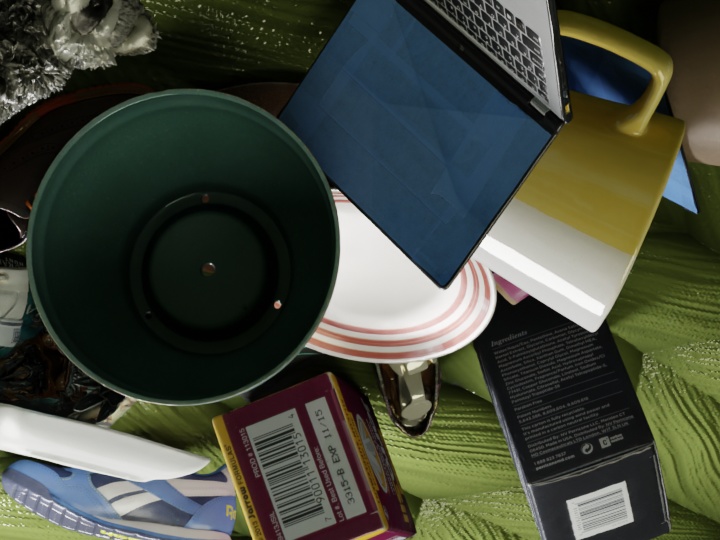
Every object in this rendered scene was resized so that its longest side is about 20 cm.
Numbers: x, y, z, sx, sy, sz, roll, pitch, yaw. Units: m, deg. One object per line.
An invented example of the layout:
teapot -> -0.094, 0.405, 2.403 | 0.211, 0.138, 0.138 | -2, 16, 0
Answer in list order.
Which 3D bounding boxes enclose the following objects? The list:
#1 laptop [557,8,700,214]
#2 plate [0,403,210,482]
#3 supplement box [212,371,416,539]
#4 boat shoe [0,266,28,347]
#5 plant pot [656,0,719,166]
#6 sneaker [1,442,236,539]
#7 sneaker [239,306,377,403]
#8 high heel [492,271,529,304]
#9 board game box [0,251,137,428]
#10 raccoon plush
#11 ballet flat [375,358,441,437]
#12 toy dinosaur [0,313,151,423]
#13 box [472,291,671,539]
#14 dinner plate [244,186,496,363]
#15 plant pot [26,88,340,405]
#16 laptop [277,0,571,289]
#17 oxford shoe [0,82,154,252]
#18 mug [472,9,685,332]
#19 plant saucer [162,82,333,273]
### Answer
laptop -> 0.110, -0.097, 1.492 | 0.199, 0.116, 0.187 | -21, 143, 5
plate -> -0.245, 0.121, 1.592 | 0.199, 0.032, 0.200 | 5, 169, 44
supplement box -> -0.033, 0.166, 1.700 | 0.103, 0.131, 0.200 | -22, 170, 4
boat shoe -> -0.325, -0.004, 1.479 | 0.199, 0.071, 0.070 | 15, 90, -12
plant pot -> 0.298, -0.140, 1.473 | 0.174, 0.201, 0.200 | -8, 146, 15
sneaker -> -0.195, 0.179, 1.768 | 0.199, 0.083, 0.074 | 15, 163, -12
sneaker -> -0.051, 0.035, 1.630 | 0.079, 0.076, 0.200 | 19, 130, -36
high heel -> 0.094, -0.058, 1.511 | 0.096, 0.067, 0.200 | -32, 119, 20
board game box -> -0.237, 0.056, 1.620 | 0.200, 0.028, 0.135 | 20, 129, -40
raccoon plush -> -0.213, -0.140, 1.364 | 0.133, 0.097, 0.200 | -15, 175, -25
ballet flat -> 0.037, 0.067, 1.709 | 0.069, 0.071, 0.200 | -15, 143, -2
toy dinosaur -> -0.177, 0.047, 1.550 | 0.200, 0.102, 0.136 | -37, 175, -3
box -> 0.162, 0.109, 1.706 | 0.104, 0.201, 0.148 | -18, 145, 1
dinner plate -> 0.000, 0.000, 1.535 | 0.199, 0.024, 0.201 | 9, 142, 7
plant pot -> -0.107, -0.006, 1.412 | 0.199, 0.201, 0.134 | -18, 171, 1
laptop -> 0.026, -0.131, 1.317 | 0.116, 0.187, 0.200 | -36, 146, -15
oxford shoe -> -0.215, -0.055, 1.432 | 0.199, 0.073, 0.071 | -31, 137, -4
mug -> 0.122, -0.075, 1.411 | 0.153, 0.149, 0.187 | 24, 96, 3
plant saucer -> -0.074, -0.054, 1.528 | 0.199, 0.037, 0.201 | -9, 144, -7
